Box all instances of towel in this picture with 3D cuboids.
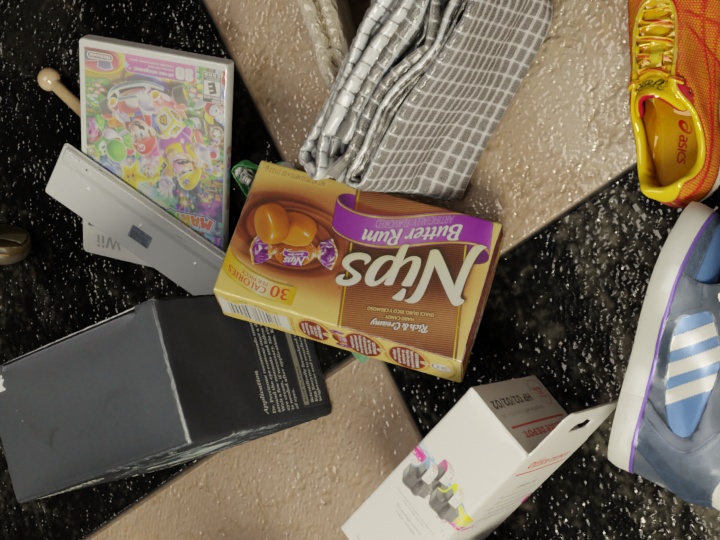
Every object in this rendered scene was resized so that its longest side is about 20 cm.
[{"bbox_3d":[0.055,-0.144,0.963,0.085,0.165,0.201,35,108,20],"label":"towel"},{"bbox_3d":[-0.031,-0.217,1.034,0.034,0.133,0.202,-17,80,7],"label":"towel"}]

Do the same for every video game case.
[{"bbox_3d":[-0.181,-0.097,1.141,0.142,0.018,0.202,12,116,16],"label":"video game case"}]

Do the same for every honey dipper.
[{"bbox_3d":[-0.243,-0.131,1.220,0.200,0.038,0.038,42,111,23],"label":"honey dipper"}]

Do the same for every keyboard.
[{"bbox_3d":[-0.193,-0.037,1.157,0.199,0.011,0.056,35,125,5],"label":"keyboard"}]

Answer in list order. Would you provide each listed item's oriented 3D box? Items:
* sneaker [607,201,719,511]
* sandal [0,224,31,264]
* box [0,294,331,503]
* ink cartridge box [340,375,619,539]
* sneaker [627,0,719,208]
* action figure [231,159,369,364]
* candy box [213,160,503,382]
[{"bbox_3d":[0.264,0.067,0.892,0.145,0.080,0.202,18,97,22],"label":"sneaker"},{"bbox_3d":[-0.414,-0.019,1.320,0.198,0.082,0.055,6,116,25],"label":"sandal"},{"bbox_3d":[-0.165,0.101,1.082,0.196,0.199,0.118,-22,80,31],"label":"box"},{"bbox_3d":[0.091,0.145,0.972,0.200,0.115,0.068,-49,68,22],"label":"ink cartridge box"},{"bbox_3d":[0.221,-0.146,0.911,0.072,0.077,0.202,-10,84,33],"label":"sneaker"},{"bbox_3d":[-0.041,-0.030,1.090,0.200,0.055,0.119,43,111,27],"label":"action figure"},{"bbox_3d":[0.000,0.000,1.000,0.198,0.057,0.118,16,70,11],"label":"candy box"}]
